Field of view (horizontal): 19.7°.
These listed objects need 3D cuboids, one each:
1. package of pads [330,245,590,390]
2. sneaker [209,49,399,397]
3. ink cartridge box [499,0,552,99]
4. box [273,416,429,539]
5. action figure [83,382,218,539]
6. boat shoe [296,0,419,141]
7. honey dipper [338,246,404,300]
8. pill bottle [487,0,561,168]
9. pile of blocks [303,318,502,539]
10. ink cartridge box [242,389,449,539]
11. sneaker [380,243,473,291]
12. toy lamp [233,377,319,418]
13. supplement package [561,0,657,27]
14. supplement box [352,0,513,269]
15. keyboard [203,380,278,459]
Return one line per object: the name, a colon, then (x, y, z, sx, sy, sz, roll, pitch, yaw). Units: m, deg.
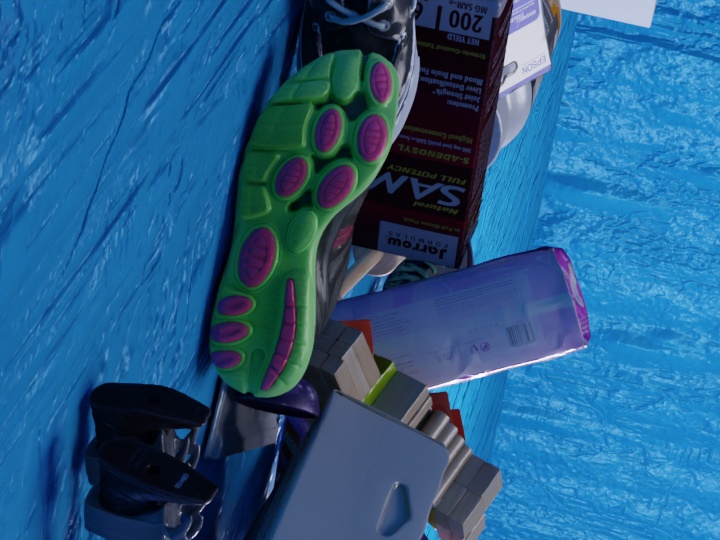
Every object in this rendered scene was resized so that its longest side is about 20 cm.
package of pads: (0.050, 0.041, 1.377, 0.121, 0.200, 0.076, -12, 87, -83)
sneaker: (-0.035, -0.030, 1.151, 0.084, 0.077, 0.200, -68, 180, -82)
ink cartridge box: (0.067, -0.202, 1.325, 0.099, 0.039, 0.200, -31, 126, -31)
box: (-0.010, 0.199, 1.404, 0.200, 0.039, 0.137, -130, -136, -55)
action figure: (-0.107, 0.154, 0.943, 0.130, 0.069, 0.200, -73, 176, -58)
boat shoe: (0.002, -0.158, 1.159, 0.068, 0.072, 0.200, -42, 142, -79)
honey dipper: (0.000, 0.000, 1.531, 0.200, 0.038, 0.038, -47, 149, -71)
pill bottle: (0.079, -0.153, 1.539, 0.200, 0.116, 0.116, -66, 167, -54)
pile of blocks: (0.021, 0.092, 1.309, 0.062, 0.082, 0.200, -52, 120, -23)
ink cartridge box: (-0.035, 0.193, 1.241, 0.200, 0.087, 0.145, -58, -174, 40)
sneaker: (0.048, 0.020, 1.778, 0.088, 0.074, 0.200, 79, 26, -60)
toy lamp: (-0.027, -0.015, 1.227, 0.058, 0.058, 0.200, 65, 35, -77)
supplement package: (0.321, -0.441, 2.611, 0.152, 0.151, 0.200, 91, 15, -59)
supplement box: (0.029, -0.106, 1.303, 0.061, 0.109, 0.200, -66, 166, -51)
keyboard: (-0.069, 0.086, 1.297, 0.200, 0.011, 0.056, 14, 84, -82)
